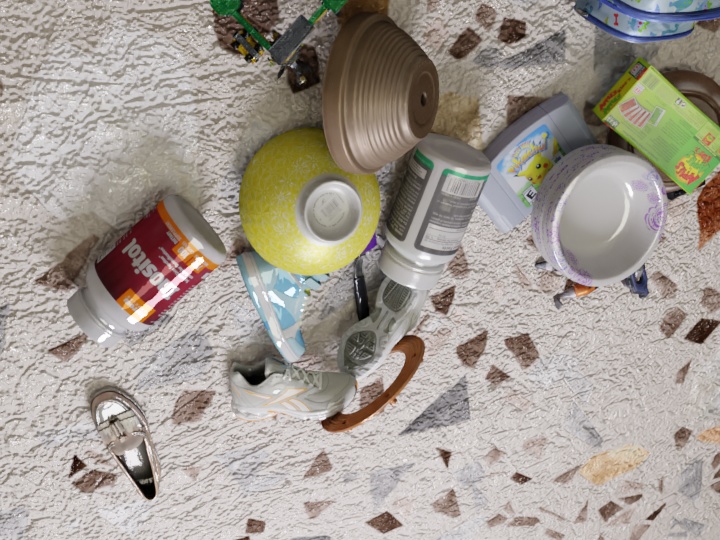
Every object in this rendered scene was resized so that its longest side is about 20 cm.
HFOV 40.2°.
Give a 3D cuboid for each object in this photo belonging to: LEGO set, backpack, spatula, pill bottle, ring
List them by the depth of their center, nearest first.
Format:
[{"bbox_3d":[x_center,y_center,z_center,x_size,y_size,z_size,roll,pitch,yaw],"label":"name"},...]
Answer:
[{"bbox_3d":[-0.080,-0.337,1.178,0.153,0.116,0.201,36,100,-7],"label":"LEGO set"},{"bbox_3d":[0.383,-0.380,1.275,0.181,0.200,0.148,-11,125,-18],"label":"backpack"},{"bbox_3d":[-0.281,0.005,1.286,0.200,0.113,0.113,-41,128,6],"label":"pill bottle"},{"bbox_3d":[0.100,-0.082,1.401,0.112,0.113,0.201,7,118,-28],"label":"pill bottle"},{"bbox_3d":[0.000,0.000,1.465,0.056,0.021,0.201,-22,134,-21],"label":"spatula"},{"bbox_3d":[0.021,0.173,1.484,0.200,0.201,0.019,-41,106,5],"label":"ring"}]

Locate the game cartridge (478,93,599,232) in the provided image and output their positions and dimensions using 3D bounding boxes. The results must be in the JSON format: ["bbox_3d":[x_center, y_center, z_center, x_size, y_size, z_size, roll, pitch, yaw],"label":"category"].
[{"bbox_3d":[0.253,-0.162,1.468,0.200,0.041,0.133,-42,125,6],"label":"game cartridge"}]

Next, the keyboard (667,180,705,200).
[{"bbox_3d":[0.523,-0.202,1.559,0.103,0.040,0.201,-28,129,-4],"label":"keyboard"}]

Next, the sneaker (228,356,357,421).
[{"bbox_3d":[-0.104,0.169,1.470,0.198,0.076,0.093,-7,124,5],"label":"sneaker"}]

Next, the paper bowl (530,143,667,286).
[{"bbox_3d":[0.344,-0.087,1.457,0.199,0.104,0.203,-7,112,-17],"label":"paper bowl"}]

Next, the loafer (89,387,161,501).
[{"bbox_3d":[-0.339,0.261,1.461,0.071,0.063,0.201,-23,128,-8],"label":"loafer"}]

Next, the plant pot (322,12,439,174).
[{"bbox_3d":[0.038,-0.216,1.227,0.201,0.092,0.203,-34,130,-55],"label":"plant pot"}]

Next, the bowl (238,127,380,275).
[{"bbox_3d":[-0.052,-0.084,1.295,0.198,0.108,0.202,-4,102,-21],"label":"bowl"}]

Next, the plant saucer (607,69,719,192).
[{"bbox_3d":[0.480,-0.206,1.513,0.198,0.032,0.202,-3,118,-7],"label":"plant saucer"}]

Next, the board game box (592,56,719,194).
[{"bbox_3d":[0.452,-0.213,1.460,0.199,0.048,0.102,34,110,-22],"label":"board game box"}]

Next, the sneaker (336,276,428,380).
[{"bbox_3d":[0.044,0.091,1.508,0.201,0.078,0.099,-52,152,14],"label":"sneaker"}]

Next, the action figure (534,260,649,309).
[{"bbox_3d":[0.384,-0.045,1.590,0.192,0.104,0.202,-13,96,-23],"label":"action figure"}]

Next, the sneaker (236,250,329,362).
[{"bbox_3d":[-0.086,0.038,1.419,0.130,0.080,0.201,-26,129,-5],"label":"sneaker"}]
